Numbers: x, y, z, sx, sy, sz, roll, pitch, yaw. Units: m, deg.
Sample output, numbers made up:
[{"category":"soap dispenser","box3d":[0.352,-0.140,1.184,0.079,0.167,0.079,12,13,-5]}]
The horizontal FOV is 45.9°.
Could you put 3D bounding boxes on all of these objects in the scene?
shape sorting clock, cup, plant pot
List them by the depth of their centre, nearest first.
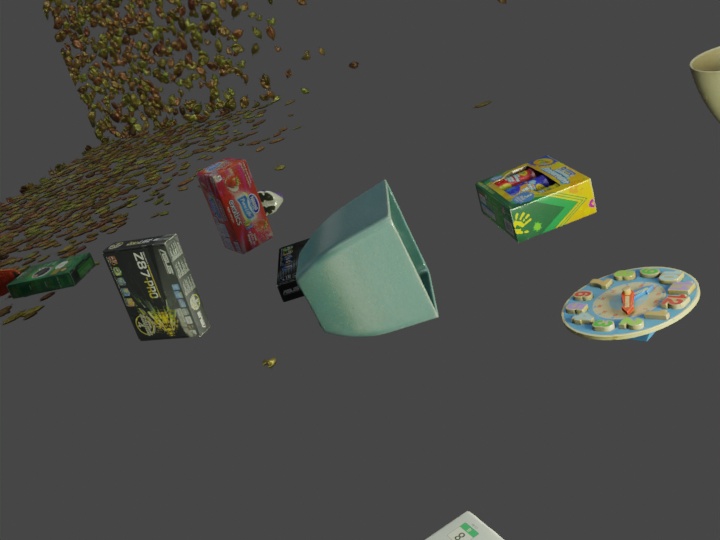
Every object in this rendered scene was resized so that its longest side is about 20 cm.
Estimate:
[{"category":"shape sorting clock","box3d":[0.390,0.043,1.237,0.196,0.040,0.201,-16,23,7]},{"category":"plant pot","box3d":[0.000,0.000,1.455,0.197,0.198,0.197,-25,22,9]},{"category":"cup","box3d":[0.779,-0.370,1.724,0.196,0.145,0.201,-15,24,7]}]

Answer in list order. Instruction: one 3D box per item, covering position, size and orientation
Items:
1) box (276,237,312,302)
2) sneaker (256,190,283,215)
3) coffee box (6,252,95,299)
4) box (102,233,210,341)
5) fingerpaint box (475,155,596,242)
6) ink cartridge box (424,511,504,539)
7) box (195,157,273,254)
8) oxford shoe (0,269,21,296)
[{"category":"box","box3d":[-0.073,-0.021,1.727,0.190,0.048,0.201,-19,23,5]},{"category":"sneaker","box3d":[-0.293,-0.170,2.222,0.196,0.082,0.083,-1,13,16]},{"category":"coffee box","box3d":[-0.803,0.014,2.213,0.196,0.045,0.123,-12,23,16]},{"category":"box","box3d":[-0.393,0.036,1.647,0.158,0.203,0.049,-6,24,25]},{"category":"fingerpaint box","box3d":[0.335,-0.145,1.653,0.164,0.074,0.200,-21,23,-4]},{"category":"ink cartridge box","box3d":[0.077,0.334,0.819,0.198,0.051,0.160,-26,24,-21]},{"category":"box","box3d":[-0.293,-0.153,1.990,0.095,0.203,0.099,-32,26,-27]},{"category":"oxford shoe","box3d":[-0.995,0.036,2.281,0.196,0.072,0.073,-18,18,3]}]
